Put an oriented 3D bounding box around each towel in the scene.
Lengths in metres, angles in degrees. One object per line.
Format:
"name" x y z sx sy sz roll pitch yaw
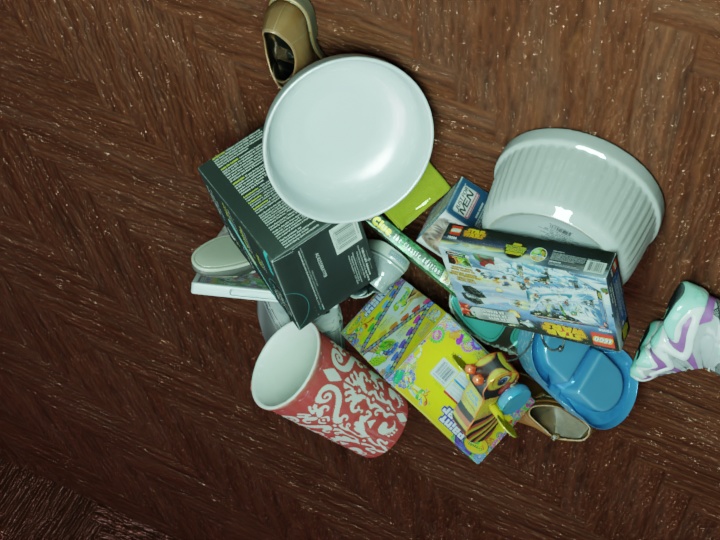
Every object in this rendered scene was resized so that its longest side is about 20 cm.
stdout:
"towel" 0.021 -0.138 1.438 0.086 0.018 0.200 -37 121 11

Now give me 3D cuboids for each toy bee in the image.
"toy bee" 0.160 0.138 1.519 0.108 0.202 0.131 -2 -156 -41

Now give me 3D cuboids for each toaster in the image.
"toaster" -0.087 0.072 1.776 0.130 0.113 0.201 89 161 -53

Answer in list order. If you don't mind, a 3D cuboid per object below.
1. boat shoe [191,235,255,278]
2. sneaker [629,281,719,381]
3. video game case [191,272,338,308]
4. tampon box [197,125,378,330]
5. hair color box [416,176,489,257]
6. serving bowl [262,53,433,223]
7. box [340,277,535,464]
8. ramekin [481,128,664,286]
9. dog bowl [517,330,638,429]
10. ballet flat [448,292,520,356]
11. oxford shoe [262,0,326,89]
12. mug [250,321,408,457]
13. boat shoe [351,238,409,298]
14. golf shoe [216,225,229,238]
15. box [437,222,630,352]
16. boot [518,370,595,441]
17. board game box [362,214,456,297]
"boat shoe" -0.151 -0.021 1.657 0.067 0.199 0.057 40 135 27
"sneaker" 0.418 0.105 1.467 0.139 0.078 0.200 26 152 7
"video game case" -0.127 0.015 1.670 0.198 0.018 0.143 6 -165 -1
"tampon box" -0.091 -0.061 1.526 0.200 0.126 0.150 50 167 36
"hair color box" 0.179 -0.023 1.494 0.199 0.061 0.100 33 151 -5
"serving bowl" -0.019 -0.157 1.369 0.200 0.200 0.066 47 -171 -31
"box" 0.105 0.133 1.675 0.200 0.122 0.193 44 179 -25
"ramekin" 0.230 -0.054 1.349 0.199 0.106 0.201 23 151 13
"dog bowl" 0.286 0.127 1.598 0.200 0.112 0.049 42 162 -23
"ballet flat" 0.198 0.078 1.644 0.199 0.072 0.072 35 152 -8
"oxford shoe" -0.074 -0.227 1.381 0.071 0.072 0.201 10 149 25
"mug" -0.047 0.167 1.695 0.199 0.134 0.177 35 176 -34
"boat shoe" 0.001 0.001 1.643 0.070 0.072 0.201 39 168 -15
"golf shoe" -0.174 -0.044 1.752 0.075 0.092 0.200 32 151 -3
"box" 0.196 0.018 1.345 0.198 0.040 0.137 13 147 28
"boot" 0.240 0.194 1.713 0.198 0.074 0.155 10 -176 9
"board game box" 0.055 -0.034 1.550 0.200 0.024 0.105 39 178 0
